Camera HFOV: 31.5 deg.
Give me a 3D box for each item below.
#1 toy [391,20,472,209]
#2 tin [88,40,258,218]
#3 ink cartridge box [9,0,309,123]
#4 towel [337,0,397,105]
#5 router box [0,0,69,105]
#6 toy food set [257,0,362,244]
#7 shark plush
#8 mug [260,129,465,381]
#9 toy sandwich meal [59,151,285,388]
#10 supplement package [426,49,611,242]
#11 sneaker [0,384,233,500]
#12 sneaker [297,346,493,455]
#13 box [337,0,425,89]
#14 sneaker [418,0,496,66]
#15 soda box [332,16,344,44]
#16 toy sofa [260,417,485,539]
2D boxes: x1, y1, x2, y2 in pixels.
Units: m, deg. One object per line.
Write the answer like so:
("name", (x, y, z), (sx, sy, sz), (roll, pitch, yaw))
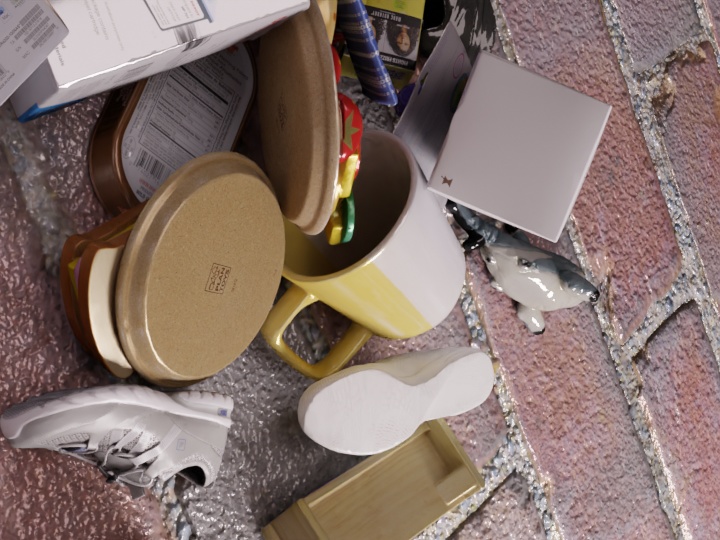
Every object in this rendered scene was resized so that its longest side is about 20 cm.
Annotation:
("toy", (0.064, -0.142, 1.187), (0.116, 0.047, 0.200), (-64, 156, -8))
("tin", (-0.147, -0.124, 1.035), (0.112, 0.041, 0.203), (39, 59, -38))
("ink cartridge box", (-0.157, -0.185, 0.920), (0.198, 0.146, 0.087), (-26, 99, -24))
("towel", (-0.012, -0.235, 1.027), (0.024, 0.145, 0.203), (-20, 102, -2))
("router box", (-0.295, -0.085, 0.787), (0.049, 0.178, 0.201), (51, 53, -25))
("toy food set", (-0.041, -0.127, 1.010), (0.048, 0.199, 0.202), (-6, 51, -17))
("shark plush", (0.157, -0.012, 1.320), (0.198, 0.091, 0.084), (25, 46, -17))
("mug", (0.003, -0.009, 1.115), (0.153, 0.185, 0.151), (45, 22, -45))
("toy sandwich meal", (-0.139, 0.000, 0.983), (0.204, 0.070, 0.208), (-33, 132, -45))
("supplement package", (0.141, -0.107, 1.111), (0.200, 0.118, 0.123), (-30, 143, -79))
("sneaker", (-0.172, 0.128, 0.947), (0.198, 0.074, 0.084), (8, 78, -43))
("sneaker", (0.019, 0.109, 1.131), (0.198, 0.088, 0.077), (-9, 103, -34))
("box", (0.027, -0.276, 1.196), (0.074, 0.050, 0.203), (12, 74, -10))
("sneaker", (0.090, -0.299, 1.266), (0.090, 0.075, 0.204), (12, 73, -35))
("soda box", (-0.046, -0.305, 1.133), (0.063, 0.069, 0.204), (2, 84, -42))
("toy sofa", (0.008, 0.212, 1.119), (0.199, 0.098, 0.083), (-26, 77, -43))
